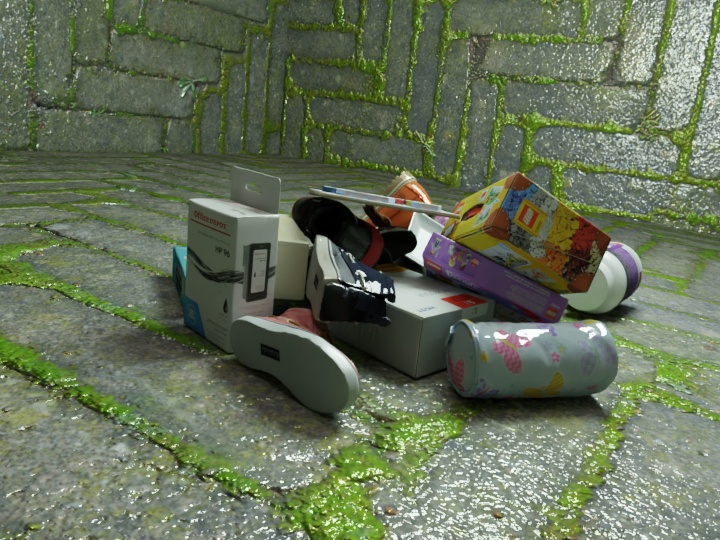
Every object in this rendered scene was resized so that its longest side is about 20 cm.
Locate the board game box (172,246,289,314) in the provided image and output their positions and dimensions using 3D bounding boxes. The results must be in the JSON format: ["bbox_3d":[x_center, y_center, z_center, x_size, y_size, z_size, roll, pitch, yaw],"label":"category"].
[{"bbox_3d":[-0.202,0.012,0.945,0.146,0.049,0.200,2,15,-23],"label":"board game box"}]

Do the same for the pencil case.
[{"bbox_3d":[0.197,0.098,0.715,0.193,0.084,0.093,0,53,-18],"label":"pencil case"}]

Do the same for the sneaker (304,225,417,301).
[{"bbox_3d":[0.000,0.000,0.965,0.194,0.090,0.076,-16,-28,3],"label":"sneaker"}]

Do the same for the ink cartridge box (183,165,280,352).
[{"bbox_3d":[-0.161,-0.019,0.766,0.067,0.207,0.114,-7,19,-44],"label":"ink cartridge box"}]

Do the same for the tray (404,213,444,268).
[{"bbox_3d":[0.158,-0.012,1.052,0.196,0.022,0.109,31,48,-8],"label":"tray"}]

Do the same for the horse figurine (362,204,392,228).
[{"bbox_3d":[-0.003,-0.036,1.047,0.130,0.200,0.051,0,57,-38],"label":"horse figurine"}]

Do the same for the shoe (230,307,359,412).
[{"bbox_3d":[-0.052,0.087,0.676,0.089,0.074,0.197,-12,19,-44],"label":"shoe"}]

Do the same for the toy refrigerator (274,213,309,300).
[{"bbox_3d":[-0.123,-0.027,0.882,0.068,0.079,0.200,4,15,-14],"label":"toy refrigerator"}]

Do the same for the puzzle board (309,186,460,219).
[{"bbox_3d":[0.029,-0.100,0.888,0.193,0.018,0.151,7,7,-13],"label":"puzzle board"}]

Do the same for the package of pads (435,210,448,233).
[{"bbox_3d":[0.211,-0.033,1.149,0.196,0.077,0.121,29,12,-8],"label":"package of pads"}]

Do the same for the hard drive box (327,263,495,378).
[{"bbox_3d":[0.056,0.058,0.834,0.153,0.080,0.197,-8,21,-44],"label":"hard drive box"}]

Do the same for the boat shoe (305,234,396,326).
[{"bbox_3d":[-0.015,0.015,0.758,0.090,0.077,0.201,10,19,-12],"label":"boat shoe"}]

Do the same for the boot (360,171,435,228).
[{"bbox_3d":[0.054,-0.070,1.135,0.108,0.201,0.075,47,14,23],"label":"boot"}]

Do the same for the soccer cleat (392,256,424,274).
[{"bbox_3d":[0.079,0.003,1.093,0.083,0.066,0.198,-31,-18,26],"label":"soccer cleat"}]

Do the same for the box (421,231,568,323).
[{"bbox_3d":[0.180,0.028,0.861,0.196,0.040,0.137,29,-11,16],"label":"box"}]

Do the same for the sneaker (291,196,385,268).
[{"bbox_3d":[-0.051,-0.071,0.896,0.097,0.072,0.199,31,3,-45],"label":"sneaker"}]

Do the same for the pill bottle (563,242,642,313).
[{"bbox_3d":[0.430,0.014,1.115,0.109,0.115,0.198,16,16,33],"label":"pill bottle"}]

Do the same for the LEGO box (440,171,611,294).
[{"bbox_3d":[0.204,-0.037,0.821,0.147,0.079,0.200,32,-10,-9],"label":"LEGO box"}]
